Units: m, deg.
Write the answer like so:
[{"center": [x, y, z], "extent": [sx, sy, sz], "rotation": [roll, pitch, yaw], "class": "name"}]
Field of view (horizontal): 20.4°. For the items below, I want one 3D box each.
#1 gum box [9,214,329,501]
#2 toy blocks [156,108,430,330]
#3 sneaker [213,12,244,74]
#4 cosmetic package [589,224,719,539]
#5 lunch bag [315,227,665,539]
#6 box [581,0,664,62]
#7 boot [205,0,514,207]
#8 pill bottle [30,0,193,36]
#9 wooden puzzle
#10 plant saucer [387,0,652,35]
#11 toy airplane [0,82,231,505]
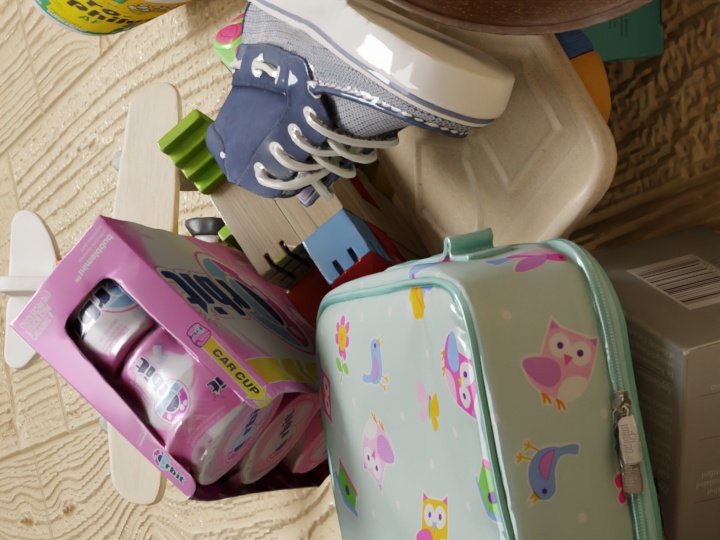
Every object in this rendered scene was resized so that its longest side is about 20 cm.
[{"center": [-0.068, 0.043, 0.928], "extent": [0.113, 0.200, 0.066], "rotation": [42, 98, 15], "class": "gum box"}, {"center": [0.000, 0.000, 0.961], "extent": [0.137, 0.100, 0.200], "rotation": [55, -169, 26], "class": "toy blocks"}, {"center": [-0.027, -0.102, 1.046], "extent": [0.200, 0.076, 0.084], "rotation": [-69, -46, -84], "class": "sneaker"}, {"center": [0.131, 0.097, 0.814], "extent": [0.107, 0.090, 0.201], "rotation": [37, 135, 56], "class": "cosmetic package"}, {"center": [0.047, 0.066, 0.794], "extent": [0.200, 0.077, 0.162], "rotation": [169, 93, -69], "class": "lunch bag"}, {"center": [0.059, -0.144, 0.904], "extent": [0.200, 0.049, 0.083], "rotation": [22, 120, 61], "class": "box"}, {"center": [-0.005, -0.061, 0.801], "extent": [0.091, 0.072, 0.200], "rotation": [-68, 23, 9], "class": "boot"}, {"center": [-0.131, -0.210, 1.200], "extent": [0.200, 0.112, 0.114], "rotation": [-6, 94, 64], "class": "pill bottle"}, {"center": [0.044, -0.089, 0.857], "extent": [0.201, 0.046, 0.185], "rotation": [66, 158, 15], "class": "wooden puzzle"}, {"center": [0.065, -0.182, 0.759], "extent": [0.037, 0.199, 0.202], "rotation": [42, -150, -75], "class": "plant saucer"}, {"center": [-0.125, 0.015, 1.243], "extent": [0.200, 0.141, 0.199], "rotation": [-51, 61, 17], "class": "toy airplane"}]
